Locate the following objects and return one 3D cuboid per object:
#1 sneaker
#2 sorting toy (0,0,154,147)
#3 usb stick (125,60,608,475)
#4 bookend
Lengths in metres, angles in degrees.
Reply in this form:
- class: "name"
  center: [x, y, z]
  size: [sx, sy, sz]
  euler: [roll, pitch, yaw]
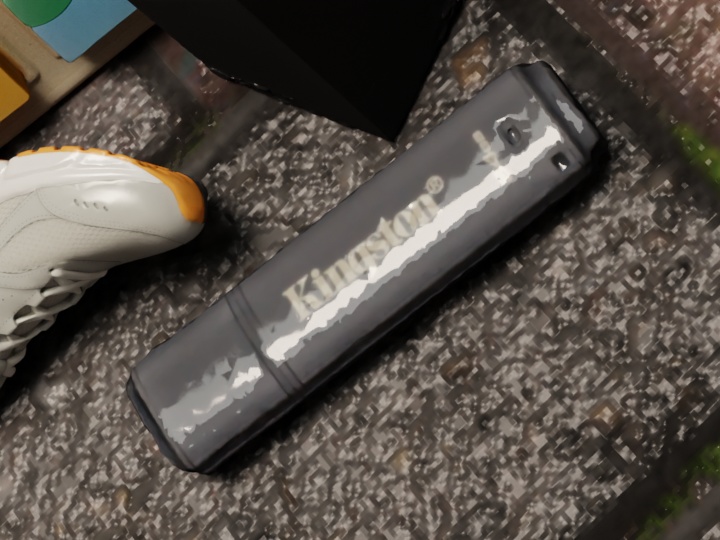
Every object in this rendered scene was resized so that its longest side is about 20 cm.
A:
- class: "sneaker"
  center: [-0.141, 0.012, 0.862]
  size: [0.199, 0.076, 0.093]
  euler: [-14, 73, 30]
- class: "sorting toy"
  center: [-0.165, -0.119, 0.849]
  size: [0.200, 0.185, 0.037]
  euler: [-34, 44, 13]
- class: "usb stick"
  center: [0.000, 0.000, 0.811]
  size: [0.200, 0.033, 0.056]
  euler: [-38, 59, 9]
- class: "bookend"
  center: [-0.021, -0.181, 0.791]
  size: [0.092, 0.200, 0.200]
  euler: [23, 83, 31]
